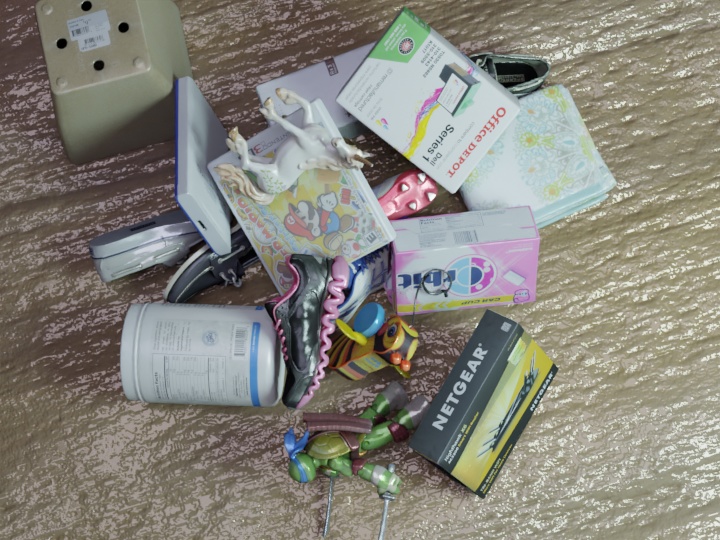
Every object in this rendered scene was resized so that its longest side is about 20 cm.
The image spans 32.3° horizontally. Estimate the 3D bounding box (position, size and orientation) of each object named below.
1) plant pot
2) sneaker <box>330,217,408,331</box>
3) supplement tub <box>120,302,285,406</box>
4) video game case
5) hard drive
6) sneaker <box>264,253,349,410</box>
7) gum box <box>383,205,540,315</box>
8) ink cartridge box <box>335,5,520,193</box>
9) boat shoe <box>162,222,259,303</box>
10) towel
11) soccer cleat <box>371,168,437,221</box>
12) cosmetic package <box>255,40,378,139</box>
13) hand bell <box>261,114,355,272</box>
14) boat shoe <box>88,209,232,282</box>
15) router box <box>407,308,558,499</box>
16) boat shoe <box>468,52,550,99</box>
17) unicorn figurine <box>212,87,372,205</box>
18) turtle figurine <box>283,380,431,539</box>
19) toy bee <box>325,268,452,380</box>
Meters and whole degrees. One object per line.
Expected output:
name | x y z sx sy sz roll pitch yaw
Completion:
plant pot | -0.341 -0.284 1.684 0.198 0.177 0.202 -14 79 0
sneaker | 0.000 0.000 1.652 0.075 0.088 0.201 36 81 11
supplement tub | -0.201 0.109 1.618 0.197 0.132 0.134 2 78 5
video game case | -0.077 -0.089 1.585 0.181 0.023 0.201 -27 98 25
hard drive | -0.207 -0.138 1.633 0.025 0.132 0.202 -15 53 12
sneaker | -0.080 0.071 1.553 0.094 0.079 0.202 14 87 -15
gum box | 0.128 -0.011 1.617 0.197 0.114 0.067 -6 44 -3
ink cartridge box | 0.089 -0.220 1.610 0.199 0.084 0.145 37 104 -8
boat shoe | -0.176 -0.011 1.672 0.200 0.073 0.063 -40 79 -11
towel | 0.227 -0.144 1.691 0.198 0.048 0.173 -23 75 -2
soccer cleat | 0.010 -0.078 1.646 0.198 0.076 0.067 -26 98 -5
cosmetic package | -0.034 -0.233 1.709 0.198 0.074 0.103 -21 79 -2
hand bell | -0.091 -0.092 1.635 0.103 0.104 0.202 24 102 8
boat shoe | -0.265 -0.035 1.686 0.198 0.072 0.066 -19 112 -16
router box | 0.159 0.171 1.570 0.052 0.157 0.201 25 80 37
boat shoe | 0.160 -0.263 1.678 0.198 0.064 0.072 -9 80 -18
unicorn figurine | -0.080 -0.149 1.523 0.138 0.199 0.074 47 41 -11
turtle figurine | 0.010 0.246 1.586 0.193 0.144 0.201 -35 84 -20
toy bee | 0.026 0.090 1.581 0.130 0.201 0.109 19 40 -16
